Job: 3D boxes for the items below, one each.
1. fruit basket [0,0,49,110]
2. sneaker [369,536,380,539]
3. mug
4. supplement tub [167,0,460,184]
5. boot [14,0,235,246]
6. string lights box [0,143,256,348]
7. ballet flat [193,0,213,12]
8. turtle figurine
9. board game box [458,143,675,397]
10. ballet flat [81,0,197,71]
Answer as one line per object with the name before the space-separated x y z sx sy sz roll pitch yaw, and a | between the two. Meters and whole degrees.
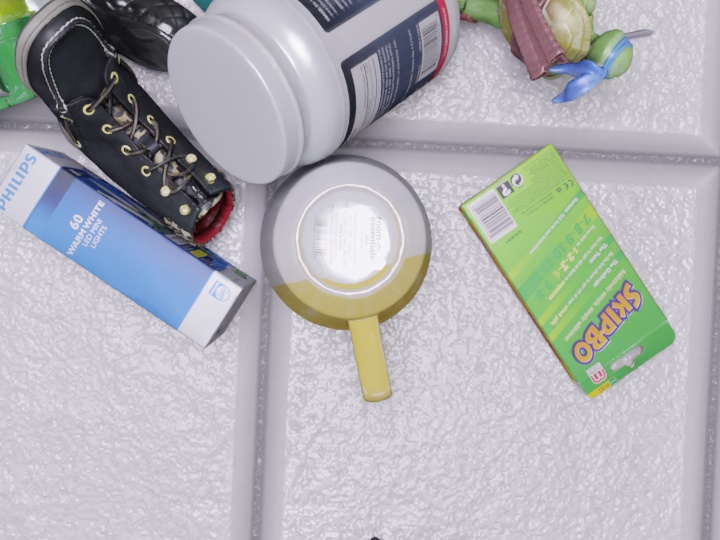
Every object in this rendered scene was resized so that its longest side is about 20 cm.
fruit basket | -0.334 -0.213 0.773 0.183 0.094 0.202 -17 113 9
sneaker | 0.015 0.308 0.828 0.104 0.060 0.201 34 86 3
mug | 0.003 -0.010 0.778 0.149 0.153 0.187 -43 92 -1
supplement tub | -0.032 -0.168 0.746 0.200 0.140 0.141 -39 92 -32
boot | -0.167 -0.105 0.737 0.153 0.204 0.074 40 76 9
string lights box | -0.187 -0.020 0.797 0.199 0.103 0.059 34 92 -2
ballet flat | -0.138 -0.262 0.816 0.199 0.069 0.063 34 76 -3
turtle figurine | 0.150 -0.234 0.800 0.193 0.144 0.201 30 80 14
board game box | 0.178 0.002 0.845 0.095 0.030 0.201 -34 89 0
ballet flat | -0.224 -0.231 0.827 0.199 0.057 0.067 32 132 -1
